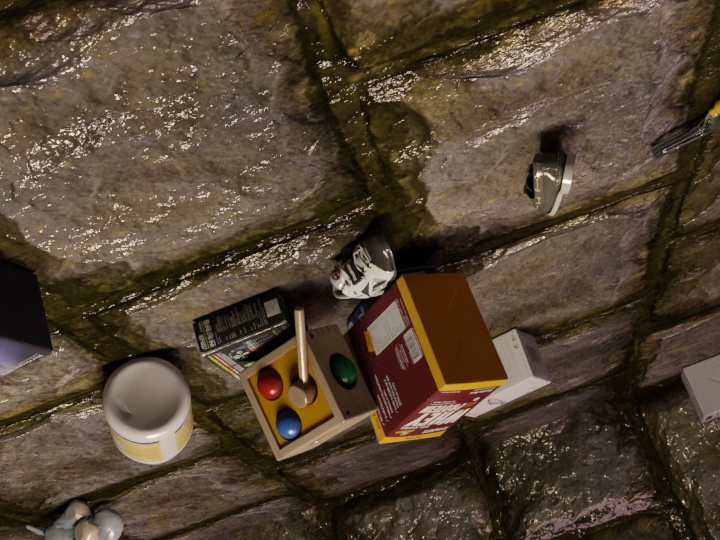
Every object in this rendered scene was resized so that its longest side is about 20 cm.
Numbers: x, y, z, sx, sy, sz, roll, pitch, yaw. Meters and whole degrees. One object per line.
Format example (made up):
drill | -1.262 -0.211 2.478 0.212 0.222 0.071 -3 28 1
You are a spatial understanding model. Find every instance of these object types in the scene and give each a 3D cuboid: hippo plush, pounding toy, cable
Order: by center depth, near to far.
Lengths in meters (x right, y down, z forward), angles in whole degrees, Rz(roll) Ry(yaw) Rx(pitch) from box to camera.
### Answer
cable | 0.523 -0.231 1.707 0.097 0.051 0.199 -24 179 -39
pounding toy | -0.087 0.175 1.808 0.199 0.185 0.142 -34 167 31
hippo plush | -0.625 0.617 2.591 0.199 0.160 0.160 -31 155 27

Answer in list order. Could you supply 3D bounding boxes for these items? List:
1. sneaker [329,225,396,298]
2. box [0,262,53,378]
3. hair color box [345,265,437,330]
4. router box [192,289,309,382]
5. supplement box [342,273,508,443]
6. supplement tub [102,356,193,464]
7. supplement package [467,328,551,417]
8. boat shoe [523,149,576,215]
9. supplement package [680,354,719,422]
sneaker | 0.000 0.000 1.743 0.088 0.075 0.200 -15 158 -16
box | -0.526 0.073 1.408 0.199 0.124 0.198 -25 159 16
hair color box | 0.057 0.067 1.972 0.099 0.061 0.200 -7 155 -27
router box | -0.172 0.111 1.883 0.149 0.063 0.200 -22 159 4
supplement box | 0.099 0.141 1.833 0.132 0.199 0.200 -1 148 -37
supplement tub | -0.358 0.244 1.932 0.144 0.146 0.200 -14 158 -13
supplement package | 0.292 0.226 2.481 0.199 0.118 0.117 -28 158 23
boat shoe | 0.272 -0.131 1.673 0.060 0.073 0.202 10 170 3
supplement package | 1.074 0.336 3.364 0.198 0.157 0.111 -21 159 5
